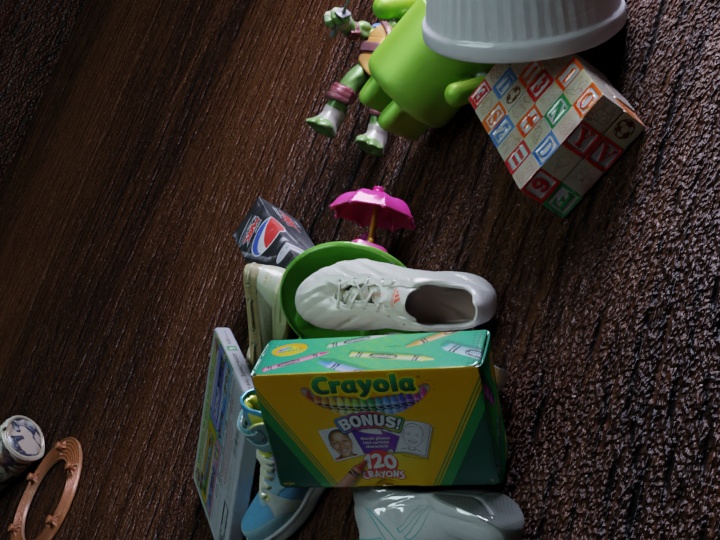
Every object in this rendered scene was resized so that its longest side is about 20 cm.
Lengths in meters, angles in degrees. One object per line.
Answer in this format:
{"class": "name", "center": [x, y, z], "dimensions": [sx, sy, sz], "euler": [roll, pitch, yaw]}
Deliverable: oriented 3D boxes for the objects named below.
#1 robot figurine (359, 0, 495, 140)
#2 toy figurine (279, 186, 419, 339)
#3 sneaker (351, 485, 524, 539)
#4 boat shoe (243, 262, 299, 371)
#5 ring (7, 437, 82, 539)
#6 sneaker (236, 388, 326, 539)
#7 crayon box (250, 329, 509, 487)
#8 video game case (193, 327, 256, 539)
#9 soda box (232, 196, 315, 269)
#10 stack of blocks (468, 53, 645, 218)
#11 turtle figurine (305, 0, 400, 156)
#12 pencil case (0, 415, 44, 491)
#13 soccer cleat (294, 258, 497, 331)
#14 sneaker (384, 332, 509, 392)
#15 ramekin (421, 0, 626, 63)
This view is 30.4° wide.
{"class": "robot figurine", "center": [0.089, -0.240, 1.463], "dimensions": [0.200, 0.115, 0.176], "euler": [-47, 56, 20]}
{"class": "toy figurine", "center": [0.000, 0.000, 1.415], "dimensions": [0.184, 0.149, 0.201], "euler": [-73, 2, -52]}
{"class": "sneaker", "center": [0.066, 0.223, 1.124], "dimensions": [0.200, 0.070, 0.081], "euler": [-3, 85, 54]}
{"class": "boat shoe", "center": [-0.104, 0.073, 1.461], "dimensions": [0.201, 0.063, 0.073], "euler": [99, -168, -47]}
{"class": "ring", "center": [-0.474, 0.340, 1.973], "dimensions": [0.200, 0.019, 0.201], "euler": [-42, 32, 34]}
{"class": "sneaker", "center": [-0.092, 0.186, 1.343], "dimensions": [0.200, 0.130, 0.080], "euler": [-53, 29, 15]}
{"class": "crayon box", "center": [0.019, 0.119, 1.124], "dimensions": [0.199, 0.119, 0.058], "euler": [-4, 28, 17]}
{"class": "video game case", "center": [-0.147, 0.191, 1.465], "dimensions": [0.182, 0.022, 0.201], "euler": [-127, 43, -61]}
{"class": "soda box", "center": [-0.095, -0.016, 1.611], "dimensions": [0.063, 0.071, 0.200], "euler": [-54, 27, 10]}
{"class": "stack of blocks", "center": [0.184, -0.154, 1.280], "dimensions": [0.115, 0.058, 0.200], "euler": [-50, 28, 19]}
{"class": "turtle figurine", "center": [0.018, -0.249, 1.569], "dimensions": [0.200, 0.143, 0.195], "euler": [9, 75, 65]}
{"class": "pencil case", "center": [-0.582, 0.302, 2.120], "dimensions": [0.200, 0.089, 0.078], "euler": [-37, 35, 37]}
{"class": "soccer cleat", "center": [0.029, 0.026, 1.250], "dimensions": [0.078, 0.199, 0.070], "euler": [-27, -64, -73]}
{"class": "sneaker", "center": [0.046, 0.136, 1.205], "dimensions": [0.200, 0.080, 0.147], "euler": [5, 65, 63]}
{"class": "ramekin", "center": [0.155, -0.280, 1.291], "dimensions": [0.201, 0.095, 0.203], "euler": [-8, 28, 4]}
